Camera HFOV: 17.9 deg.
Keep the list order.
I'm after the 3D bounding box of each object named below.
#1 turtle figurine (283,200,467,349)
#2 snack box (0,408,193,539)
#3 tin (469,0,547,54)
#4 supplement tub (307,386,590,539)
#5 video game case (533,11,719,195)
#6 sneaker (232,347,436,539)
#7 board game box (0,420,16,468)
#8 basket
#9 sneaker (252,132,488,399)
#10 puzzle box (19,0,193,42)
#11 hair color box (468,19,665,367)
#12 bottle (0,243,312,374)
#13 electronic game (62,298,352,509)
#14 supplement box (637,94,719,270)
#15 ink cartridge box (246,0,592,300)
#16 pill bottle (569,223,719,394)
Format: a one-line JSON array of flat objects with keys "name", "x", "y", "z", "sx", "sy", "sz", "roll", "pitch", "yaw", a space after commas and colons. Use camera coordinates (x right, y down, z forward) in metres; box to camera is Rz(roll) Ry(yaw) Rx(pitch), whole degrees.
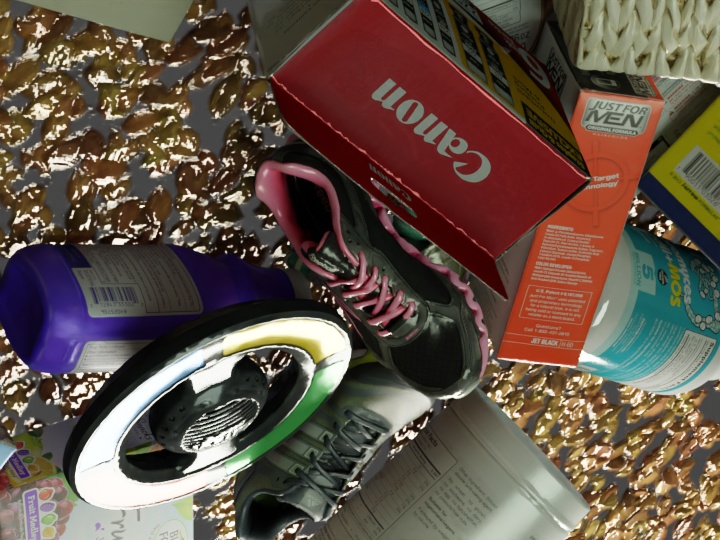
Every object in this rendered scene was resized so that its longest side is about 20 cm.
[{"name": "turtle figurine", "x": 0.026, "y": -0.006, "z": 1.508, "sx": 0.149, "sy": 0.101, "sz": 0.200, "roll": -15, "pitch": 139, "yaw": -21}, {"name": "snack box", "x": -0.185, "y": 0.189, "z": 1.540, "sx": 0.142, "sy": 0.053, "sz": 0.201, "roll": -19, "pitch": 133, "yaw": -25}, {"name": "tin", "x": 0.066, "y": -0.192, "z": 1.426, "sx": 0.112, "sy": 0.042, "sz": 0.200, "roll": -25, "pitch": 135, "yaw": -23}, {"name": "supplement tub", "x": 0.055, "y": 0.197, "z": 1.665, "sx": 0.200, "sy": 0.132, "sz": 0.132, "roll": -43, "pitch": 138, "yaw": 2}, {"name": "video game case", "x": 0.205, "y": -0.153, "z": 1.570, "sx": 0.200, "sy": 0.022, "sz": 0.182, "roll": -43, "pitch": 138, "yaw": 2}, {"name": "sneaker", "x": -0.018, "y": 0.122, "z": 1.524, "sx": 0.074, "sy": 0.081, "sz": 0.200, "roll": 28, "pitch": 134, "yaw": -23}, {"name": "board game box", "x": -0.334, "y": 0.131, "z": 1.352, "sx": 0.159, "sy": 0.097, "sz": 0.200, "roll": 25, "pitch": 107, "yaw": -45}, {"name": "basket", "x": 0.189, "y": -0.226, "z": 1.395, "sx": 0.123, "sy": 0.136, "sz": 0.201, "roll": -1, "pitch": 127, "yaw": -6}, {"name": "sneaker", "x": 0.000, "y": 0.000, "z": 1.412, "sx": 0.079, "sy": 0.200, "sz": 0.095, "roll": -40, "pitch": 172, "yaw": 22}, {"name": "puzzle box", "x": -0.146, "y": -0.203, "z": 1.246, "sx": 0.200, "sy": 0.025, "sz": 0.133, "roll": 11, "pitch": 116, "yaw": -52}, {"name": "hair color box", "x": 0.130, "y": -0.049, "z": 1.479, "sx": 0.061, "sy": 0.102, "sz": 0.201, "roll": 6, "pitch": 121, "yaw": -14}, {"name": "bottle", "x": -0.124, "y": 0.022, "z": 1.426, "sx": 0.199, "sy": 0.084, "sz": 0.065, "roll": -1, "pitch": 130, "yaw": -36}, {"name": "electronic game", "x": -0.094, "y": 0.085, "z": 1.422, "sx": 0.200, "sy": 0.042, "sz": 0.200, "roll": -26, "pitch": 154, "yaw": -14}, {"name": "supplement box", "x": 0.310, "y": -0.087, "z": 1.608, "sx": 0.200, "sy": 0.110, "sz": 0.109, "roll": -47, "pitch": 158, "yaw": 9}, {"name": "ink cartridge box", "x": 0.035, "y": -0.104, "z": 1.329, "sx": 0.084, "sy": 0.176, "sz": 0.200, "roll": -41, "pitch": 124, "yaw": 19}, {"name": "pill bottle", "x": 0.198, "y": 0.027, "z": 1.645, "sx": 0.200, "sy": 0.111, "sz": 0.111, "roll": 17, "pitch": 113, "yaw": -44}]
